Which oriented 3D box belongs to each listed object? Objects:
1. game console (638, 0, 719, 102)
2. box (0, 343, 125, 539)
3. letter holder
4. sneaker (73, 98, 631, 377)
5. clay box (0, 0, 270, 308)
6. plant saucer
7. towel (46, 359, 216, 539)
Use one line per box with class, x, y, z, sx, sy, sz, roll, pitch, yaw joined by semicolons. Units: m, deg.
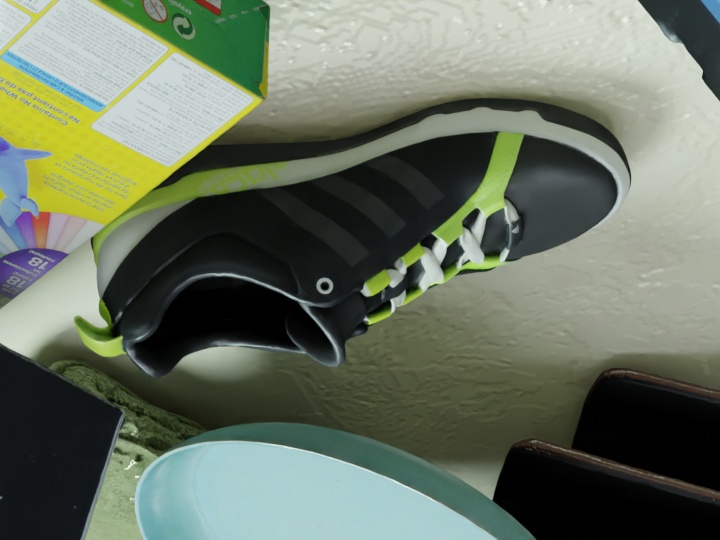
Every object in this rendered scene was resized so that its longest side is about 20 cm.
game console;0.084;-0.128;0.529;0.174;0.117;0.201;10;141;-14
box;-0.222;0.058;0.718;0.181;0.105;0.199;-2;154;45
letter holder;0.094;0.135;0.888;0.141;0.101;0.201;15;145;12
sneaker;0.000;0.000;0.715;0.198;0.083;0.072;-10;143;1
clay box;-0.136;-0.048;0.684;0.114;0.048;0.199;29;135;-32
plant saucer;0.005;0.121;0.817;0.199;0.028;0.201;19;146;14
towel;-0.100;0.110;0.905;0.199;0.037;0.148;30;134;-35
